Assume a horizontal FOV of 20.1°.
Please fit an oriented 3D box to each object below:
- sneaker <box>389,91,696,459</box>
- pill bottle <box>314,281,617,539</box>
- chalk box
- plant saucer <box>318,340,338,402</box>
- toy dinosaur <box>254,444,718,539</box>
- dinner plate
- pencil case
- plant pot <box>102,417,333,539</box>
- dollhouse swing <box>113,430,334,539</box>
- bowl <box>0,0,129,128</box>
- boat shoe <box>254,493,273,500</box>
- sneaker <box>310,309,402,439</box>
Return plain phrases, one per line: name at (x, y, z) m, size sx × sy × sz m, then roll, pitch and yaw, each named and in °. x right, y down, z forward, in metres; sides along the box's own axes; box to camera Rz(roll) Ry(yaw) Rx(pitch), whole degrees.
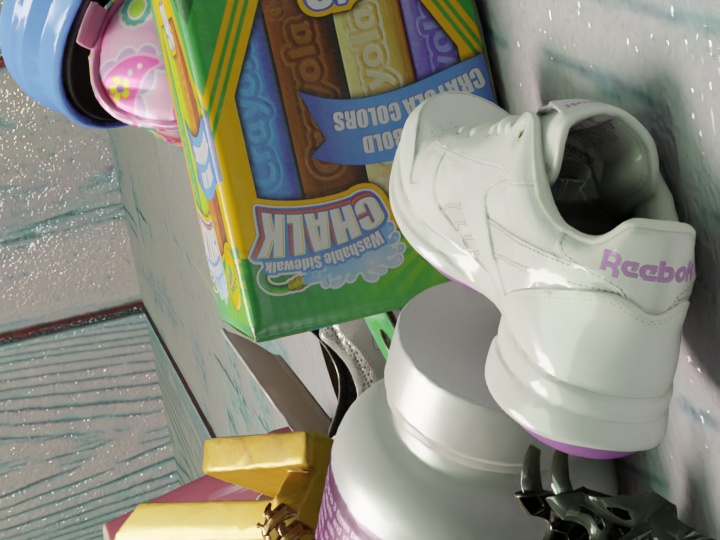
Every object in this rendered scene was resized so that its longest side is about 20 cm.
sneaker at (0.068, -0.024, 0.691) m, size 0.200 × 0.075 × 0.100 m, roll -118°, pitch 37°, yaw -56°
pill bottle at (0.038, 0.108, 0.795) m, size 0.112 × 0.112 × 0.201 m, roll -115°, pitch 29°, yaw -50°
chalk box at (-0.008, -0.039, 0.872) m, size 0.125 × 0.123 × 0.201 m, roll -174°, pitch 72°, yaw -79°
plant saucer at (-0.002, 0.016, 1.172) m, size 0.200 × 0.029 × 0.201 m, roll 167°, pitch 90°, yaw -79°
toy dinosaur at (0.061, 0.134, 0.656) m, size 0.200 × 0.136 × 0.102 m, roll 37°, pitch 170°, yaw -27°
dinner plate at (-0.017, 0.110, 1.230) m, size 0.200 × 0.024 × 0.200 m, roll 51°, pitch 177°, yaw 4°
pencil case at (-0.065, -0.094, 1.023) m, size 0.200 × 0.087 × 0.088 m, roll 18°, pitch -125°, yaw -70°
plant pot at (-0.080, 0.218, 1.422) m, size 0.200 × 0.178 × 0.201 m, roll 167°, pitch 90°, yaw -81°
dollhouse swing at (-0.081, 0.186, 0.966) m, size 0.182 × 0.175 × 0.201 m, roll 35°, pitch -123°, yaw -67°
bowl at (-0.092, -0.155, 1.025) m, size 0.039 × 0.200 × 0.201 m, roll 43°, pitch 157°, yaw 18°
boat shoe at (-0.012, 0.194, 1.202) m, size 0.200 × 0.070 × 0.070 m, roll 62°, pitch 174°, yaw -31°
sneaker at (0.000, 0.000, 0.990) m, size 0.075 × 0.082 × 0.201 m, roll -179°, pitch 76°, yaw -79°
